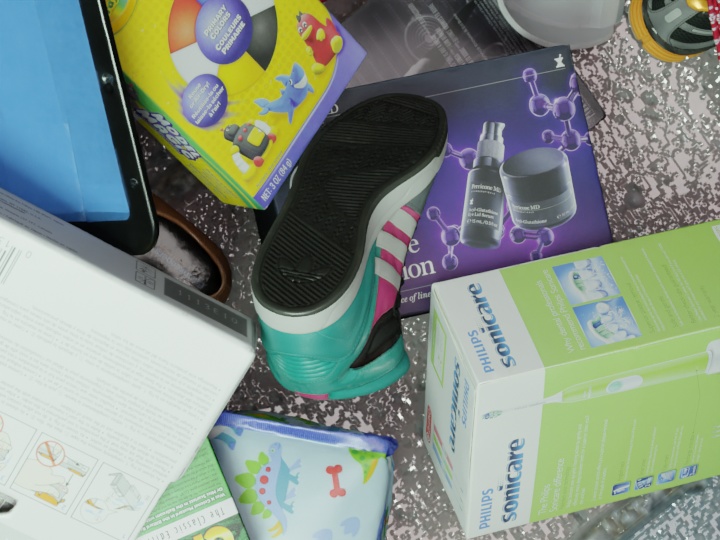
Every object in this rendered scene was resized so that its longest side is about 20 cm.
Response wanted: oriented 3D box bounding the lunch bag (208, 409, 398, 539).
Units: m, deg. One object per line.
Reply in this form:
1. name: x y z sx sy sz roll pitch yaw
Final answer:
1. lunch bag: -0.087 0.163 1.410 0.199 0.127 0.171 10 87 5

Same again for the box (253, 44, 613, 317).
1. box: 0.039 -0.045 1.456 0.199 0.079 0.142 -13 87 -12

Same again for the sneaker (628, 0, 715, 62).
1. sneaker: 0.265 -0.198 1.530 0.200 0.077 0.078 -35 91 -15

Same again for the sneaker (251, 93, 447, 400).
1. sneaker: 0.000 0.000 1.367 0.083 0.121 0.200 15 46 19

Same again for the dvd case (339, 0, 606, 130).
1. dvd case: 0.035 -0.097 1.504 0.200 0.016 0.149 -37 95 -12

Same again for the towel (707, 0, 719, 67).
1. towel: 0.275 -0.172 1.489 0.144 0.200 0.022 -40 54 -12

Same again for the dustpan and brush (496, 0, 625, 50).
1. dustpan and brush: 0.098 -0.189 1.451 0.199 0.057 0.140 -8 123 -26

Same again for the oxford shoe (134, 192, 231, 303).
1. oxford shoe: -0.159 -0.040 1.432 0.199 0.071 0.072 30 82 -6

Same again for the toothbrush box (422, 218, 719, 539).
1. toothbrush box: 0.145 0.063 1.441 0.199 0.146 0.086 -14 49 -13

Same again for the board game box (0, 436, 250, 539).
1. board game box: -0.168 0.147 1.329 0.199 0.023 0.105 -22 89 -6

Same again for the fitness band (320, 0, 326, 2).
1. fitness band: -0.071 -0.244 1.414 0.144 0.037 0.200 -45 97 -8

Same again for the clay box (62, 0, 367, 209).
1. clay box: -0.095 -0.139 1.328 0.200 0.047 0.115 44 70 -36

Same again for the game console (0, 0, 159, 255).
1. game console: -0.223 -0.083 1.258 0.175 0.116 0.201 -22 113 -26

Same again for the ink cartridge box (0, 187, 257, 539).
1. ink cartridge box: -0.181 0.060 1.285 0.199 0.044 0.174 28 111 -14
